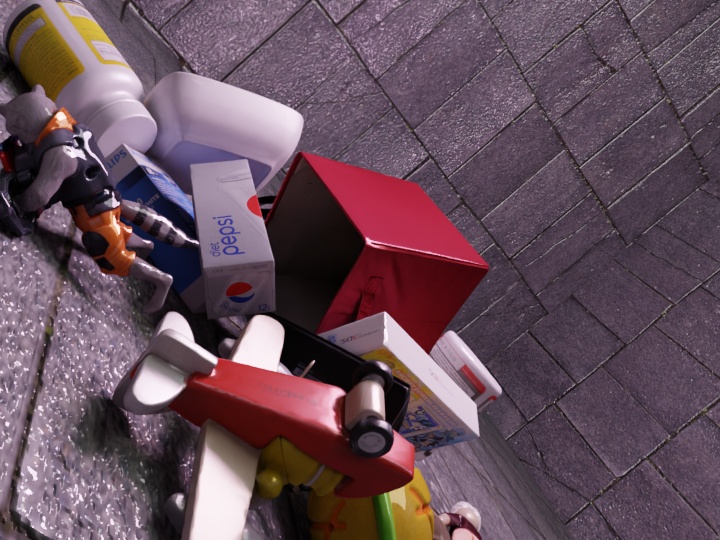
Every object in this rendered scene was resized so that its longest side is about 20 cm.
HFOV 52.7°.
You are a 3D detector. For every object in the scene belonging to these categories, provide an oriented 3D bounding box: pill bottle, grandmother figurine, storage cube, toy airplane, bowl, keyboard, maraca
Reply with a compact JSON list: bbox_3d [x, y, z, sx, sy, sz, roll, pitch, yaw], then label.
[{"bbox_3d":[-0.328,-0.222,0.863,0.200,0.111,0.111,52,5,17],"label":"pill bottle"},{"bbox_3d":[0.087,0.189,1.014,0.114,0.200,0.114,49,5,-5],"label":"pill bottle"},{"bbox_3d":[0.151,0.381,1.012,0.122,0.060,0.200,59,7,-3],"label":"grandmother figurine"},{"bbox_3d":[0.000,0.000,0.816,0.179,0.171,0.200,9,33,-39],"label":"storage cube"},{"bbox_3d":[-0.083,0.118,0.527,0.199,0.142,0.199,-15,46,-45],"label":"toy airplane"},{"bbox_3d":[-0.194,-0.155,0.953,0.199,0.200,0.075,14,64,-30],"label":"bowl"},{"bbox_3d":[-0.056,0.118,0.635,0.199,0.127,0.021,23,-20,39],"label":"keyboard"},{"bbox_3d":[0.013,0.225,0.611,0.138,0.106,0.201,91,-12,-45],"label":"maraca"}]

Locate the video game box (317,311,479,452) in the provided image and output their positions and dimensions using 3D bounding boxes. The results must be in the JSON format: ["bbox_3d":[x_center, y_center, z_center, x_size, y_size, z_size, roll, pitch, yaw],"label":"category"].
[{"bbox_3d":[-0.002,0.133,0.740,0.200,0.181,0.047,47,35,-41],"label":"video game box"}]

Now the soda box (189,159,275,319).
[{"bbox_3d":[-0.135,-0.039,0.749,0.200,0.068,0.064,-112,-160,-51],"label":"soda box"}]

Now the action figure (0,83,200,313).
[{"bbox_3d":[-0.238,-0.076,0.641,0.194,0.104,0.200,59,2,-32],"label":"action figure"}]

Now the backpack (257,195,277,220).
[{"bbox_3d":[-0.097,-0.031,1.013,0.199,0.128,0.167,7,-4,7],"label":"backpack"}]

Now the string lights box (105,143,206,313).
[{"bbox_3d":[-0.217,-0.046,0.849,0.200,0.059,0.103,51,4,7],"label":"string lights box"}]

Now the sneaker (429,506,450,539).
[{"bbox_3d":[0.042,0.268,0.783,0.200,0.070,0.076,46,11,-28],"label":"sneaker"}]
